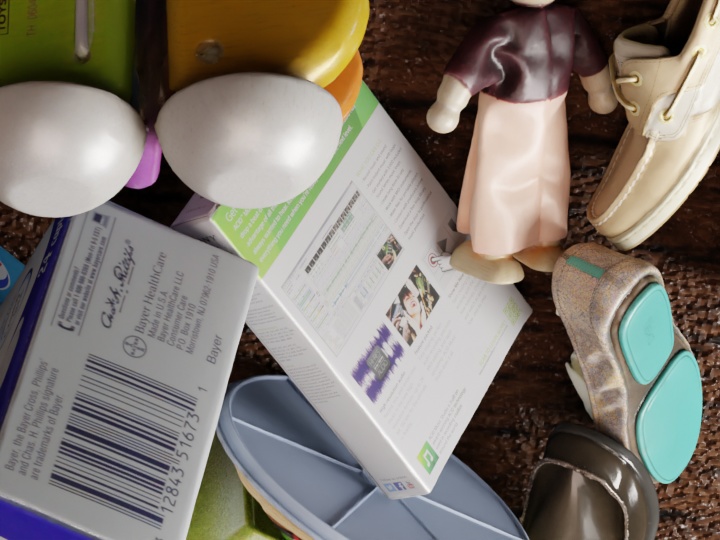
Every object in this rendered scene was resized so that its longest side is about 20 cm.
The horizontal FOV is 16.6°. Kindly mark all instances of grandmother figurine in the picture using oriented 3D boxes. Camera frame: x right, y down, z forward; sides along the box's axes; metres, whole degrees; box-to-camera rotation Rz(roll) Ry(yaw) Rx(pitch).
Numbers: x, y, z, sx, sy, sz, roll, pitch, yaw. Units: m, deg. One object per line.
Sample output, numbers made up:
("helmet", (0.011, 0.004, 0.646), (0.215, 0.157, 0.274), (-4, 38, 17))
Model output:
("grandmother figurine", (0.082, -0.095, 1.280), (0.061, 0.121, 0.200), (23, 118, 38))

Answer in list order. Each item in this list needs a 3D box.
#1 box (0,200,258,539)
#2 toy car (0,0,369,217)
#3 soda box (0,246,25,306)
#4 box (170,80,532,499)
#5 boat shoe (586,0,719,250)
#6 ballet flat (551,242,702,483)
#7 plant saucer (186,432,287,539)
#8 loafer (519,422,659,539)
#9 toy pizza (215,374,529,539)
("box", (-0.149, 0.095, 1.216), (0.105, 0.184, 0.200), (24, 141, -13))
("toy car", (-0.094, -0.099, 1.151), (0.200, 0.175, 0.150), (-3, 156, 1))
("soda box", (-0.200, 0.039, 1.361), (0.200, 0.064, 0.068), (39, 113, -19))
("box", (0.000, 0.000, 1.294), (0.036, 0.144, 0.200), (-12, 124, 42))
("boat shoe", (0.162, -0.106, 1.272), (0.069, 0.074, 0.200), (24, 107, -15))
("ballet flat", (0.143, 0.046, 1.353), (0.067, 0.068, 0.200), (30, 157, 30))
("plant saucer", (-0.013, 0.155, 1.351), (0.200, 0.200, 0.048), (24, 107, -13))
("loafer", (0.120, 0.173, 1.401), (0.073, 0.071, 0.200), (21, 134, 24))
("toy pizza", (0.005, 0.125, 1.328), (0.200, 0.200, 0.032), (27, 108, -14))
